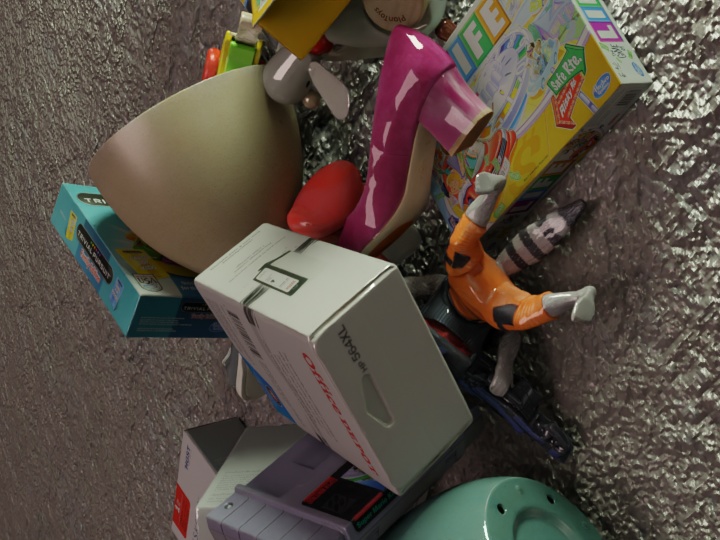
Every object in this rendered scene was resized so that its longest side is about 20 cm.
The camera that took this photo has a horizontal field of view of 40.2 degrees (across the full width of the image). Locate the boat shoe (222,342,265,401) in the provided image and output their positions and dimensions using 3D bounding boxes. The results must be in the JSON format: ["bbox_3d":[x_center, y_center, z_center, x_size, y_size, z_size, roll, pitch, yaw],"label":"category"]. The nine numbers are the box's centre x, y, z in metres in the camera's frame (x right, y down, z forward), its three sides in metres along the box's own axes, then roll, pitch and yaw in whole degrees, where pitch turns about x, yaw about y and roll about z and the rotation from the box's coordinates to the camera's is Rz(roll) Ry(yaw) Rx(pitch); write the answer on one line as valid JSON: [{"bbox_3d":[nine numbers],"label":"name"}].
[{"bbox_3d":[-0.114,0.048,1.044,0.062,0.072,0.203,44,137,35],"label":"boat shoe"}]

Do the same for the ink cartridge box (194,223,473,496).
[{"bbox_3d":[-0.024,0.058,0.737,0.199,0.084,0.148,19,143,56],"label":"ink cartridge box"}]

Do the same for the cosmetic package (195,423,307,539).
[{"bbox_3d":[-0.080,0.211,0.919,0.200,0.099,0.076,-51,-42,-78],"label":"cosmetic package"}]

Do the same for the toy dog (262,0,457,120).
[{"bbox_3d":[0.012,-0.184,0.794,0.096,0.133,0.199,44,154,-17],"label":"toy dog"}]

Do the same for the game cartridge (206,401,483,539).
[{"bbox_3d":[-0.007,0.153,0.757,0.128,0.199,0.039,0,116,45],"label":"game cartridge"}]

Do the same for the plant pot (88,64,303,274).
[{"bbox_3d":[-0.129,-0.075,0.900,0.200,0.199,0.136,-32,87,53],"label":"plant pot"}]

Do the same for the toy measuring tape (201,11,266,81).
[{"bbox_3d":[-0.120,-0.196,0.966,0.200,0.072,0.075,-175,77,-78],"label":"toy measuring tape"}]

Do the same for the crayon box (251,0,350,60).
[{"bbox_3d":[-0.029,-0.240,0.754,0.126,0.051,0.201,-48,22,16],"label":"crayon box"}]

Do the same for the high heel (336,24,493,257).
[{"bbox_3d":[0.013,-0.085,0.756,0.096,0.067,0.201,48,133,12],"label":"high heel"}]

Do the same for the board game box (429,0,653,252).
[{"bbox_3d":[0.108,-0.123,0.717,0.200,0.034,0.136,-51,56,47],"label":"board game box"}]

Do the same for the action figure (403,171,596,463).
[{"bbox_3d":[0.109,0.038,0.730,0.199,0.105,0.194,42,147,1],"label":"action figure"}]

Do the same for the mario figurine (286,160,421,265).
[{"bbox_3d":[0.000,0.000,0.887,0.106,0.121,0.204,-70,-26,-71],"label":"mario figurine"}]

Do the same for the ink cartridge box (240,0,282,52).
[{"bbox_3d":[-0.080,-0.348,0.927,0.199,0.046,0.202,57,141,32],"label":"ink cartridge box"}]

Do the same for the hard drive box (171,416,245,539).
[{"bbox_3d":[-0.136,0.296,1.131,0.200,0.076,0.159,40,128,44],"label":"hard drive box"}]

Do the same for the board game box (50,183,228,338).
[{"bbox_3d":[-0.195,-0.011,0.961,0.200,0.149,0.048,45,119,40],"label":"board game box"}]

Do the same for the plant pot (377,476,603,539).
[{"bbox_3d":[0.092,0.246,0.699,0.162,0.198,0.202,-51,57,32],"label":"plant pot"}]

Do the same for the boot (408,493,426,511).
[{"bbox_3d":[0.004,0.236,0.884,0.073,0.094,0.204,29,121,48],"label":"boot"}]
